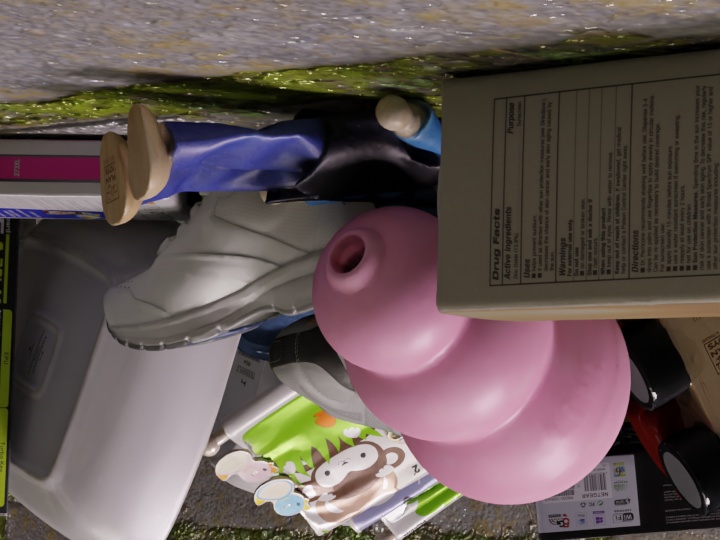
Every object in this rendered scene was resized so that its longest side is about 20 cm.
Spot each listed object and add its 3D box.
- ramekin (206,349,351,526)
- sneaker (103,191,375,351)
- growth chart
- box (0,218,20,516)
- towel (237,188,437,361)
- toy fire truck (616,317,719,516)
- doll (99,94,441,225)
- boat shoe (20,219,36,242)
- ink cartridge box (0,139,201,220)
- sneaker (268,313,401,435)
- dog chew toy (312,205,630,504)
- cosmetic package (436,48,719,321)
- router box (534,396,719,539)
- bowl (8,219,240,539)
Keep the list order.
[{"bbox_3d":[-0.034,0.062,1.383,0.104,0.202,0.200,13,171,-16],"label":"ramekin"},{"bbox_3d":[-0.063,-0.011,1.111,0.199,0.088,0.074,-18,180,35],"label":"sneaker"},{"bbox_3d":[0.002,0.109,1.272,0.144,0.018,0.200,-40,136,12],"label":"growth chart"},{"bbox_3d":[-0.294,0.039,1.190,0.191,0.202,0.047,4,173,-30],"label":"box"},{"bbox_3d":[0.000,0.000,1.195,0.111,0.049,0.200,10,152,-18],"label":"towel"},{"bbox_3d":[0.152,0.042,1.172,0.128,0.177,0.200,-30,-171,-10],"label":"toy fire truck"},{"bbox_3d":[-0.020,-0.051,0.980,0.198,0.049,0.136,-2,167,-25],"label":"doll"},{"bbox_3d":[-0.271,-0.005,1.383,0.071,0.069,0.199,6,173,-34],"label":"boat shoe"},{"bbox_3d":[-0.190,-0.048,1.125,0.198,0.038,0.095,-1,174,5],"label":"ink cartridge box"},{"bbox_3d":[0.017,0.056,1.168,0.079,0.075,0.200,-7,162,24],"label":"sneaker"},{"bbox_3d":[0.049,0.034,1.015,0.124,0.126,0.200,-3,153,36],"label":"dog chew toy"},{"bbox_3d":[0.131,-0.033,0.855,0.198,0.106,0.071,-1,174,37],"label":"cosmetic package"},{"bbox_3d":[0.205,0.111,1.271,0.198,0.053,0.157,-5,-170,8],"label":"router box"},{"bbox_3d":[-0.167,0.059,1.255,0.074,0.202,0.199,16,-175,-37],"label":"bowl"}]
